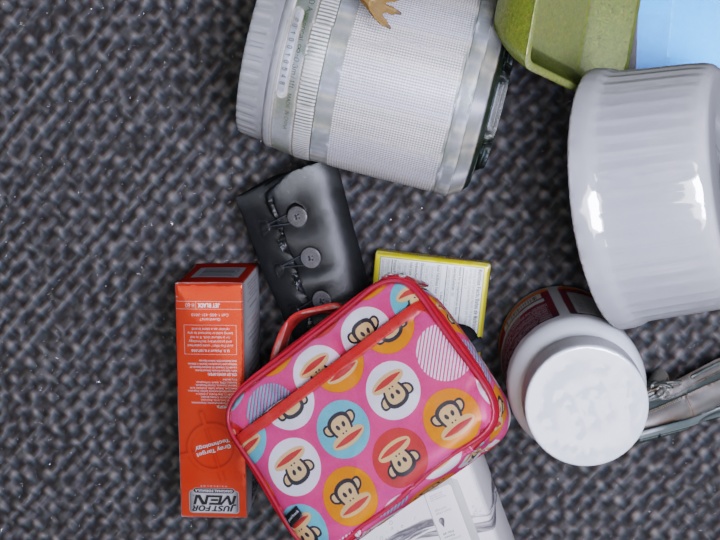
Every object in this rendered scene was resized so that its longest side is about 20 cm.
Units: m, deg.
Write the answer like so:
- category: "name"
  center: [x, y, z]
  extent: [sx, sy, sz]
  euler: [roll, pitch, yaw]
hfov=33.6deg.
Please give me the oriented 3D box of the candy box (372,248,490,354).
- category: "candy box"
  center: [0.054, 0.085, 1.053]
  extent: [0.101, 0.026, 0.202]
  euler: [6, 100, 3]

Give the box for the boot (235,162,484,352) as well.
- category: "boot"
  center: [-0.001, 0.000, 1.009]
  extent: [0.164, 0.066, 0.202]
  euler: [-18, 87, 12]

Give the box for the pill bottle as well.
- category: "pill bottle"
  center: [0.169, 0.082, 0.958]
  extent: [0.108, 0.200, 0.111]
  euler: [1, 100, 4]

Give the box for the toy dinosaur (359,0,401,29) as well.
- category: "toy dinosaur"
  center: [0.007, -0.226, 0.872]
  extent: [0.198, 0.106, 0.061]
  euler: [7, 119, -18]

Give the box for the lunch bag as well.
- category: "lunch bag"
  center: [0.000, 0.102, 0.935]
  extent: [0.199, 0.082, 0.177]
  euler: [-38, 73, 9]

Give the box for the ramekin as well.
- category: "ramekin"
  center: [0.234, -0.060, 0.899]
  extent: [0.097, 0.200, 0.202]
  euler: [-7, 100, 28]

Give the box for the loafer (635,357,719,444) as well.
- category: "loafer"
  center: [0.278, 0.106, 1.031]
  extent: [0.198, 0.072, 0.063]
  euler: [-16, 79, -1]

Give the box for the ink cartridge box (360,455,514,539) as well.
- category: "ink cartridge box"
  center: [0.043, 0.203, 1.020]
  extent: [0.145, 0.083, 0.202]
  euler: [-19, 97, 11]

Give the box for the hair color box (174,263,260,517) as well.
- category: "hair color box"
  center: [-0.121, 0.101, 1.030]
  extent: [0.061, 0.102, 0.202]
  euler: [0, 99, 3]

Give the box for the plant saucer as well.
- category: "plant saucer"
  center: [0.162, -0.237, 0.910]
  extent: [0.048, 0.199, 0.202]
  euler: [11, 93, 31]

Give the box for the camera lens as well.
- category: "camera lens"
  center: [0.015, -0.156, 0.948]
  extent: [0.198, 0.160, 0.161]
  euler: [14, 100, 1]

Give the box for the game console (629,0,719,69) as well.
- category: "game console"
  center: [0.306, -0.148, 0.958]
  extent: [0.115, 0.176, 0.202]
  euler: [-6, 101, -24]
